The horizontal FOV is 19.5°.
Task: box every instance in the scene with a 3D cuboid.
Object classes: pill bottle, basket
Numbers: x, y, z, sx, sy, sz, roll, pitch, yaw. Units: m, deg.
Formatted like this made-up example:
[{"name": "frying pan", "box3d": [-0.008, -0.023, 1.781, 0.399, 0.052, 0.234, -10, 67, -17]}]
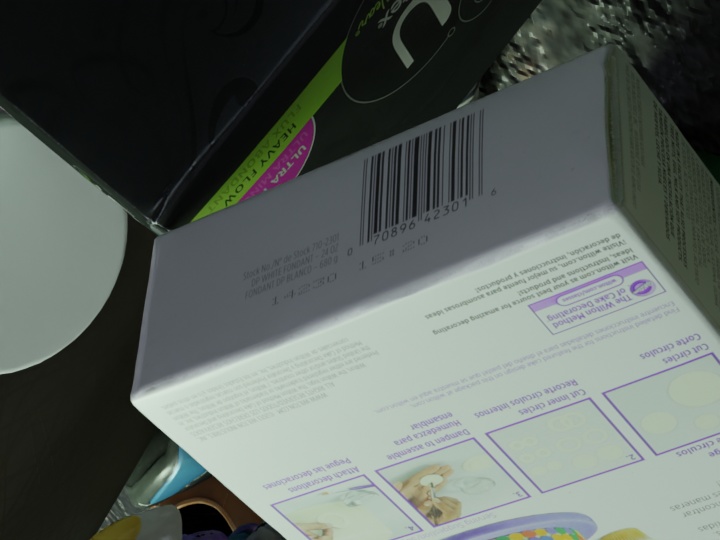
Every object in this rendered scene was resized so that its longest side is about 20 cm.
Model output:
[{"name": "pill bottle", "box3d": [-0.175, -0.042, 0.795, 0.200, 0.115, 0.116, 34, 152, 49]}, {"name": "basket", "box3d": [-0.160, 0.053, 0.886, 0.180, 0.201, 0.136, 44, 163, -21]}]

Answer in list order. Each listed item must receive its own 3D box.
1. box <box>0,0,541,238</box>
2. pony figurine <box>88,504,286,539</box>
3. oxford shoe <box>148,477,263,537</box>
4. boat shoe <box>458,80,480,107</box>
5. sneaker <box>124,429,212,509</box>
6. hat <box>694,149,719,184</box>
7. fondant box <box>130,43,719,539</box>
[{"name": "box", "box3d": [-0.065, -0.110, 0.649, 0.200, 0.149, 0.124, 40, 179, 20]}, {"name": "pony figurine", "box3d": [-0.070, 0.179, 0.869, 0.165, 0.200, 0.195, 20, 102, 24]}, {"name": "oxford shoe", "box3d": [-0.094, 0.116, 1.141, 0.199, 0.071, 0.072, 8, 135, 57]}, {"name": "boat shoe", "box3d": [-0.039, -0.098, 0.760, 0.199, 0.071, 0.070, 30, 147, 23]}, {"name": "sneaker", "box3d": [-0.094, 0.058, 1.006, 0.083, 0.073, 0.200, 64, 174, -7]}, {"name": "hat", "box3d": [0.106, -0.025, 0.677, 0.198, 0.177, 0.166, -1, 141, 7]}, {"name": "fondant box", "box3d": [0.053, 0.044, 0.578, 0.143, 0.059, 0.200, -21, 133, 26]}]
